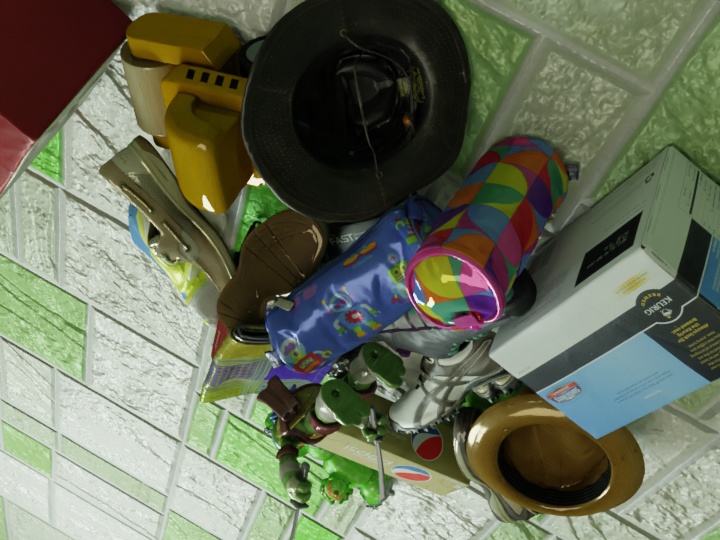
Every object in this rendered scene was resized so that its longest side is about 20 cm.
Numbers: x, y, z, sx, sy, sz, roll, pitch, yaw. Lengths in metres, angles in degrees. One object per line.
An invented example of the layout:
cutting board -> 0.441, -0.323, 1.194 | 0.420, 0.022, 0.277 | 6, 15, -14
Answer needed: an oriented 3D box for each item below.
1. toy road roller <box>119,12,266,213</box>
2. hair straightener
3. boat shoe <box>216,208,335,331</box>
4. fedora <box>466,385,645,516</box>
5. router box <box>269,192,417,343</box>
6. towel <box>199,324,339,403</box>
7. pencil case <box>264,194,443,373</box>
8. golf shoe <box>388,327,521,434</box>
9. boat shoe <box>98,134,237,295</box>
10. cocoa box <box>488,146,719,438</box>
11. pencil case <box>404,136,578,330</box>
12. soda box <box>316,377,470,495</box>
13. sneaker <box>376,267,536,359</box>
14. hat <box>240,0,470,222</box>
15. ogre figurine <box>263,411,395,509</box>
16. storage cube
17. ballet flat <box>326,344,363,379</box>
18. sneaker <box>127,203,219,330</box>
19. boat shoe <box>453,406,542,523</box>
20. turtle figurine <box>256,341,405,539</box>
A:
toy road roller -> -0.146, -0.138, 0.806 | 0.197, 0.147, 0.124 | 16, 138, 18
hair straightener -> -0.124, 0.031, 1.034 | 0.041, 0.076, 0.202 | 51, 136, 48
boat shoe -> -0.082, -0.004, 0.882 | 0.074, 0.063, 0.200 | 50, 136, 4
fedora -> 0.209, 0.179, 0.944 | 0.198, 0.082, 0.202 | 11, 135, 11
router box -> 0.000, 0.000, 0.919 | 0.198, 0.062, 0.151 | -11, 123, 40
towel -> -0.093, 0.104, 0.965 | 0.142, 0.023, 0.200 | 1, 153, -23
pencil case -> -0.002, 0.015, 0.788 | 0.199, 0.079, 0.087 | -36, 126, 24
golf shoe -> 0.092, 0.108, 0.967 | 0.199, 0.078, 0.095 | -34, 100, 34
boat shoe -> -0.194, -0.043, 0.922 | 0.072, 0.065, 0.201 | 32, 158, 55
cocoa box -> 0.228, 0.026, 0.743 | 0.131, 0.134, 0.200 | 36, 140, -7
pencil case -> 0.110, -0.033, 0.718 | 0.087, 0.200, 0.089 | 18, 131, 22
soda box -> 0.037, 0.201, 1.056 | 0.198, 0.065, 0.068 | 25, 147, -19
sneaker -> 0.090, 0.041, 0.816 | 0.198, 0.075, 0.088 | -8, 136, 46
hat -> -0.010, -0.143, 0.737 | 0.202, 0.200, 0.081 | 56, 174, -27
ogre figurine -> -0.032, 0.255, 1.181 | 0.201, 0.098, 0.120 | 57, 155, -6
storage cube -> -0.351, -0.204, 0.836 | 0.179, 0.201, 0.170 | 40, 143, -17
ballet flat -> -0.073, 0.117, 1.078 | 0.198, 0.066, 0.058 | -4, 93, 32
sneaker -> -0.207, -0.016, 1.046 | 0.105, 0.076, 0.201 | 32, 156, 43
boat shoe -> 0.170, 0.224, 1.042 | 0.072, 0.075, 0.201 | -11, 133, 27
turtle figurine -> -0.015, 0.176, 0.901 | 0.142, 0.202, 0.194 | -2, 149, -28
